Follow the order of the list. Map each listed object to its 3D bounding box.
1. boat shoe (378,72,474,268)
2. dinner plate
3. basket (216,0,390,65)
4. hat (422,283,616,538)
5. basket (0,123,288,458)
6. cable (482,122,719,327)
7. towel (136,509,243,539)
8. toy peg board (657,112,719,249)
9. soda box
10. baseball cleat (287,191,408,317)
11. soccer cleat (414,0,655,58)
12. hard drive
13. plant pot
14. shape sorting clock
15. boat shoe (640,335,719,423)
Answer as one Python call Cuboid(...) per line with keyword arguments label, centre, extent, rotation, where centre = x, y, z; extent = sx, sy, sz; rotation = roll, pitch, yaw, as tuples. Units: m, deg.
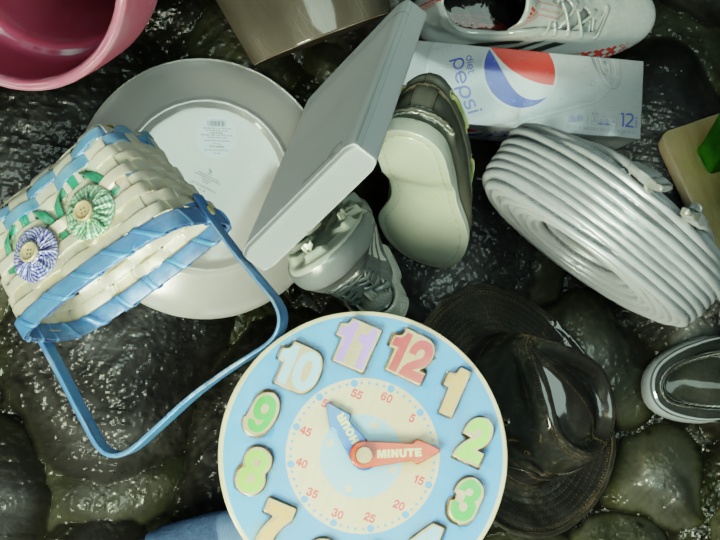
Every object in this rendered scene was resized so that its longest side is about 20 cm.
Cuboid(label="boat shoe", centre=(0.052, -0.069, 1.486), extent=(0.072, 0.202, 0.060), rotation=(14, 63, 12))
Cuboid(label="dinner plate", centre=(-0.118, -0.064, 1.529), extent=(0.199, 0.024, 0.201), rotation=(1, 84, -12))
Cuboid(label="basket", centre=(-0.065, -0.266, 1.503), extent=(0.180, 0.136, 0.201), rotation=(-19, 94, 8))
Cuboid(label="hat", centre=(0.133, 0.097, 1.508), extent=(0.200, 0.081, 0.201), rotation=(11, 68, -29))
Cuboid(label="basket", centre=(-0.168, 0.011, 1.439), extent=(0.176, 0.139, 0.200), rotation=(-38, 83, 15))
Cuboid(label="cable", centre=(0.183, -0.031, 1.499), extent=(0.069, 0.200, 0.200), rotation=(-54, 141, -6))
Cuboid(label="towel", centre=(-0.062, 0.217, 1.452), extent=(0.199, 0.049, 0.112), rotation=(-16, 106, 18))
Cuboid(label="toy peg board", centre=(0.369, -0.062, 1.565), extent=(0.198, 0.098, 0.201), rotation=(-19, 74, -12))
Cuboid(label="soda box", centre=(0.116, -0.135, 1.560), extent=(0.199, 0.068, 0.064), rotation=(4, 84, -11))
Cuboid(label="baseball cleat", centre=(0.000, 0.000, 1.460), extent=(0.070, 0.200, 0.107), rotation=(-30, 99, 12))
Cuboid(label="soccer cleat", centre=(0.140, -0.199, 1.561), extent=(0.199, 0.085, 0.069), rotation=(0, 85, -11))
Cuboid(label="hard drive", centre=(-0.016, -0.100, 1.444), extent=(0.027, 0.132, 0.200), rotation=(37, 36, -14))
Cuboid(label="plant pot", centre=(-0.202, -0.247, 1.398), extent=(0.200, 0.200, 0.179), rotation=(50, 37, -4))
Cuboid(label="shape sorting clock", centre=(0.001, 0.128, 1.379), extent=(0.199, 0.039, 0.201), rotation=(0, 82, -1))
Cuboid(label="boat shoe", centre=(0.322, 0.081, 1.589), extent=(0.199, 0.057, 0.069), rotation=(-5, 86, -12))
